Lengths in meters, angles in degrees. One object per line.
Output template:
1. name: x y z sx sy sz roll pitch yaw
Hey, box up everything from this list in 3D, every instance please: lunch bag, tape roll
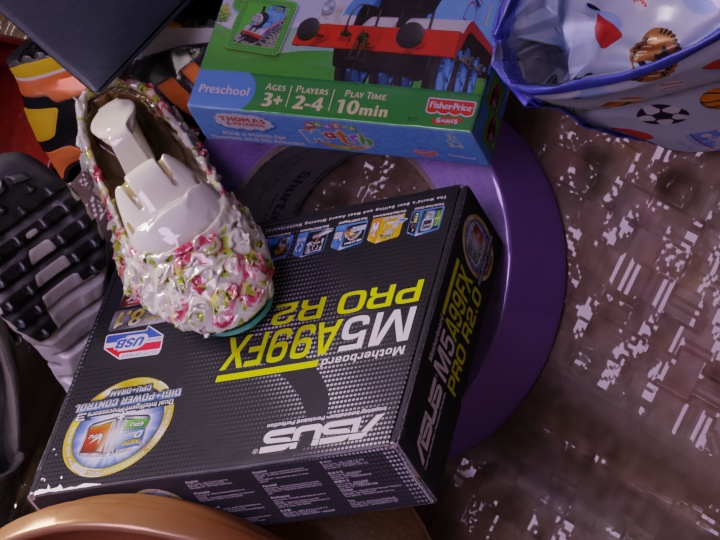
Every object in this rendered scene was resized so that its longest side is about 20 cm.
1. lunch bag: 0.168 -0.134 1.264 0.200 0.170 0.124 -39 65 22
2. tape roll: 0.000 0.000 1.409 0.199 0.066 0.201 -2 85 29

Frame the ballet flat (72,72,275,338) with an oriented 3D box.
1. ballet flat: -0.100 -0.036 1.361 0.075 0.064 0.200 -34 35 -4

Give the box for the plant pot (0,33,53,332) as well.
1. plant pot: -0.302 -0.054 1.522 0.176 0.199 0.201 18 94 40

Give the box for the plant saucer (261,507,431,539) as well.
1. plant saucer: -0.059 0.164 1.385 0.199 0.035 0.201 5 115 10

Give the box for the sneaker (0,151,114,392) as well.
1. sneaker: -0.162 -0.001 1.442 0.066 0.200 0.091 -36 51 -8

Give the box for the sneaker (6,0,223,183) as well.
1. sneaker: -0.082 -0.095 1.473 0.199 0.070 0.090 -7 113 19

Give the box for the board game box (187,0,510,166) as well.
1. board game box: 0.015 -0.152 1.379 0.151 0.037 0.201 6 64 23

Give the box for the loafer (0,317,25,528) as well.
1. loafer: -0.212 0.102 1.489 0.070 0.070 0.201 35 131 52

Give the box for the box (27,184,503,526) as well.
1. box: -0.043 0.046 1.317 0.199 0.044 0.161 -10 43 29

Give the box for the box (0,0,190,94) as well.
1. box: -0.136 -0.198 1.332 0.158 0.200 0.051 -45 47 1

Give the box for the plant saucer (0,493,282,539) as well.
1. plant saucer: -0.087 0.166 1.319 0.199 0.200 0.038 -10 45 28
